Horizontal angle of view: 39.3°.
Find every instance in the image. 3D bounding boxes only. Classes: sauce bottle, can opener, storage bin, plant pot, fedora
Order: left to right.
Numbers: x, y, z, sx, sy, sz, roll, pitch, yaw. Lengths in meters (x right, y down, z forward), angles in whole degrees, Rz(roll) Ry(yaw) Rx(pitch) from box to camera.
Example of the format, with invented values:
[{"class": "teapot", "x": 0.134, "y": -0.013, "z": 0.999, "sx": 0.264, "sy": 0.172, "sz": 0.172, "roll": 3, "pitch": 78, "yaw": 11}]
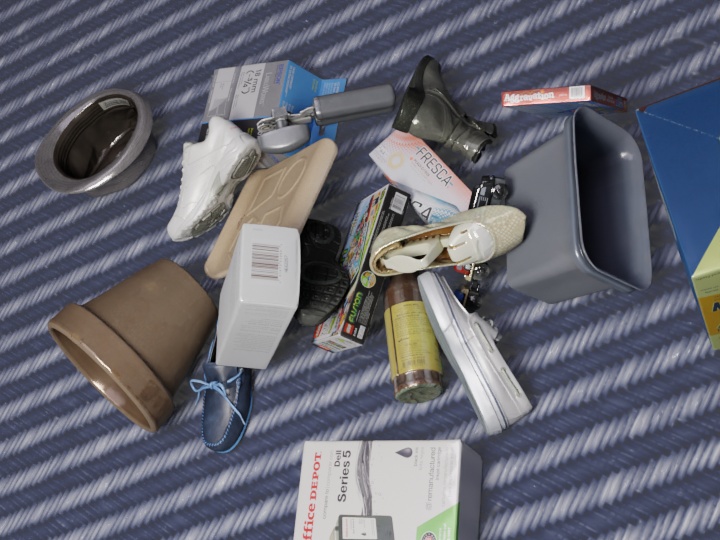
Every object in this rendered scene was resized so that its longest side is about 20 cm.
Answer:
[{"class": "fedora", "x": -0.392, "y": -0.182, "z": 1.555, "sx": 0.176, "sy": 0.091, "sz": 0.201, "roll": 33, "pitch": 78, "yaw": 32}, {"class": "plant pot", "x": -0.283, "y": 0.083, "z": 1.335, "sx": 0.199, "sy": 0.202, "sz": 0.175, "roll": 30, "pitch": 65, "yaw": 34}, {"class": "can opener", "x": -0.045, "y": -0.203, "z": 1.384, "sx": 0.196, "sy": 0.053, "sz": 0.068, "roll": -11, "pitch": 82, "yaw": -4}, {"class": "sauce bottle", "x": 0.061, "y": 0.058, "z": 1.232, "sx": 0.064, "sy": 0.065, "sz": 0.203, "roll": -15, "pitch": 62, "yaw": 19}, {"class": "storage bin", "x": 0.246, "y": -0.059, "z": 1.165, "sx": 0.133, "sy": 0.144, "sz": 0.204, "roll": -25, "pitch": 54, "yaw": 46}]

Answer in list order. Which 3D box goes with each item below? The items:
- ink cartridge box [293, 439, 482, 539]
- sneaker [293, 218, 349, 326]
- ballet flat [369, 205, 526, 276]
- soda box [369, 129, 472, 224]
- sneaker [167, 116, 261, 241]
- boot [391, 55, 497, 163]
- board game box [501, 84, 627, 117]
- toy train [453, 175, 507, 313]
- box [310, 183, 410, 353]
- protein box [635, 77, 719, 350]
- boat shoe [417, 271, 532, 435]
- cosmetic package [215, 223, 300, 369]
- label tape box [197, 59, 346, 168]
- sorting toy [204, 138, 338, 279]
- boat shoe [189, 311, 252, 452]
[{"class": "ink cartridge box", "x": 0.029, "y": 0.272, "z": 1.135, "sx": 0.197, "sy": 0.084, "sz": 0.148, "roll": -5, "pitch": 65, "yaw": 24}, {"class": "sneaker", "x": -0.060, "y": 0.018, "z": 1.275, "sx": 0.075, "sy": 0.092, "sz": 0.201, "roll": 16, "pitch": 31, "yaw": -7}, {"class": "ballet flat", "x": 0.098, "y": -0.024, "z": 1.159, "sx": 0.197, "sy": 0.068, "sz": 0.063, "roll": -12, "pitch": 28, "yaw": 31}, {"class": "soda box", "x": 0.095, "y": -0.099, "z": 1.290, "sx": 0.068, "sy": 0.064, "sz": 0.201, "roll": -41, "pitch": 55, "yaw": 3}, {"class": "sneaker", "x": -0.221, "y": -0.132, "z": 1.424, "sx": 0.099, "sy": 0.078, "sz": 0.201, "roll": 45, "pitch": 112, "yaw": 16}, {"class": "boot", "x": 0.116, "y": -0.205, "z": 1.322, "sx": 0.129, "sy": 0.068, "sz": 0.201, "roll": 25, "pitch": 33, "yaw": -3}, {"class": "board game box", "x": 0.245, "y": -0.198, "z": 1.188, "sx": 0.101, "sy": 0.199, "sz": 0.020, "roll": 1, "pitch": 95, "yaw": 26}, {"class": "toy train", "x": 0.133, "y": -0.014, "z": 1.200, "sx": 0.045, "sy": 0.034, "sz": 0.204, "roll": 12, "pitch": 102, "yaw": 2}, {"class": "box", "x": 0.000, "y": 0.000, "z": 1.270, "sx": 0.110, "sy": 0.034, "sz": 0.203, "roll": -25, "pitch": 45, "yaw": 66}, {"class": "protein box", "x": 0.389, "y": -0.059, "z": 1.041, "sx": 0.133, "sy": 0.200, "sz": 0.202, "roll": -19, "pitch": 60, "yaw": 17}, {"class": "boat shoe", "x": 0.133, "y": 0.087, "z": 1.169, "sx": 0.066, "sy": 0.074, "sz": 0.203, "roll": -24, "pitch": 84, "yaw": -5}, {"class": "cosmetic package", "x": -0.126, "y": 0.036, "z": 1.216, "sx": 0.073, "sy": 0.201, "sz": 0.103, "roll": 6, "pitch": 64, "yaw": -12}, {"class": "label tape box", "x": -0.131, "y": -0.226, "z": 1.462, "sx": 0.197, "sy": 0.063, "sz": 0.147, "roll": -1, "pitch": 67, "yaw": 26}, {"class": "sorting toy", "x": -0.118, "y": -0.077, "z": 1.356, "sx": 0.199, "sy": 0.036, "sz": 0.187, "roll": -12, "pitch": 48, "yaw": 52}, {"class": "boat shoe", "x": -0.184, "y": 0.132, "z": 1.317, "sx": 0.083, "sy": 0.069, "sz": 0.204, "roll": -9, "pitch": 64, "yaw": 22}]
